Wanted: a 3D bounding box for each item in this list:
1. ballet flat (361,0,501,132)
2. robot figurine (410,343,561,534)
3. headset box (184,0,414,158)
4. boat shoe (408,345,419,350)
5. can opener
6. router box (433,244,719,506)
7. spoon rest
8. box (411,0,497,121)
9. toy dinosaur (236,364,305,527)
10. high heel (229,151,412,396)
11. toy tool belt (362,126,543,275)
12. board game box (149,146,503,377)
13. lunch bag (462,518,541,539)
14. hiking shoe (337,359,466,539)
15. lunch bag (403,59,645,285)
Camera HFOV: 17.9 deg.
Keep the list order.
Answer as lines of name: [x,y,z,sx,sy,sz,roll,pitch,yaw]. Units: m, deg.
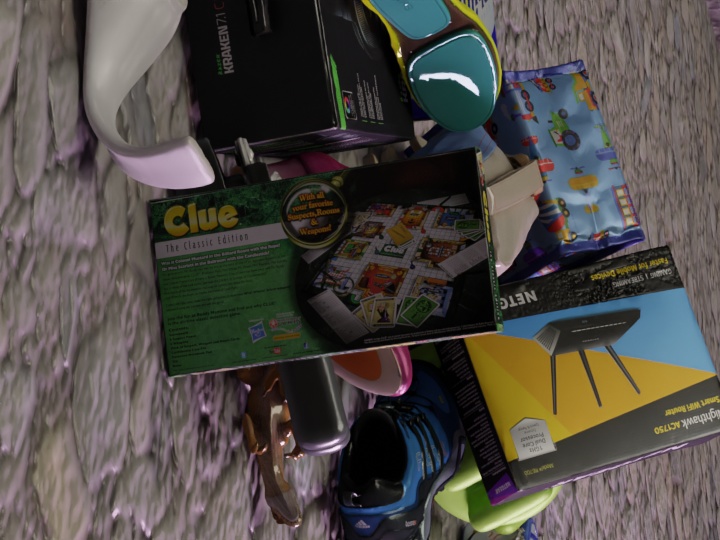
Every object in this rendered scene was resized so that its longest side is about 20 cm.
ballet flat: [0.044,-0.170,1.511,0.200,0.066,0.067,53,18,-54]
robot figurine: [0.103,0.119,1.773,0.176,0.115,0.200,52,17,-21]
headset box: [-0.044,-0.166,1.482,0.200,0.092,0.175,-2,83,-73]
boat shoe: [-0.006,0.011,1.598,0.200,0.071,0.077,51,20,-74]
can opener: [-0.055,0.015,1.360,0.053,0.066,0.201,70,0,-78]
router box: [0.163,0.075,1.681,0.051,0.199,0.150,-39,-113,59]
spoon rest: [-0.127,-0.129,1.276,0.100,0.060,0.201,61,13,-53]
box: [0.030,-0.231,1.701,0.184,0.104,0.201,-56,143,-64]
toy dinosaur: [-0.054,0.058,1.432,0.106,0.060,0.201,70,26,-73]
high heel: [0.000,0.000,1.427,0.096,0.200,0.068,-6,131,-38]
toy tool belt: [0.063,-0.061,1.623,0.123,0.125,0.200,49,25,-7]
board game box: [-0.021,-0.003,1.294,0.023,0.199,0.106,2,80,-72]
lunch bag: [0.133,0.305,1.887,0.161,0.075,0.201,-78,155,-55]
hiking shoe: [0.030,0.121,1.616,0.201,0.074,0.087,-77,158,-51]
lunch bag: [0.111,-0.057,1.816,0.094,0.200,0.151,-10,77,-37]
